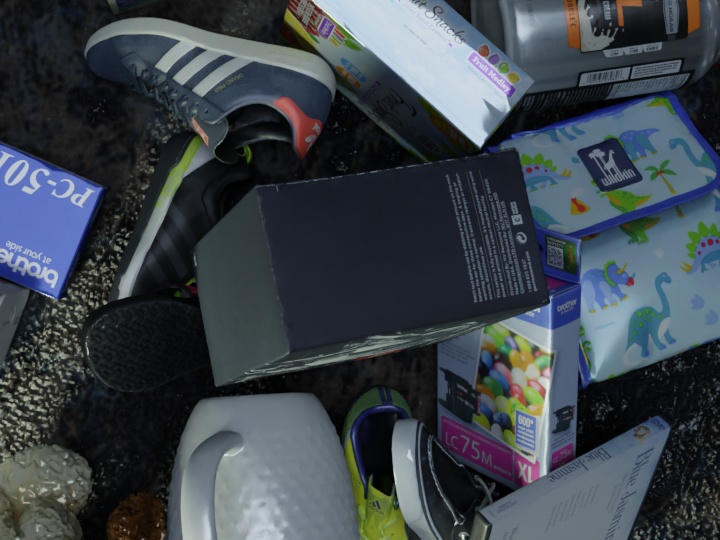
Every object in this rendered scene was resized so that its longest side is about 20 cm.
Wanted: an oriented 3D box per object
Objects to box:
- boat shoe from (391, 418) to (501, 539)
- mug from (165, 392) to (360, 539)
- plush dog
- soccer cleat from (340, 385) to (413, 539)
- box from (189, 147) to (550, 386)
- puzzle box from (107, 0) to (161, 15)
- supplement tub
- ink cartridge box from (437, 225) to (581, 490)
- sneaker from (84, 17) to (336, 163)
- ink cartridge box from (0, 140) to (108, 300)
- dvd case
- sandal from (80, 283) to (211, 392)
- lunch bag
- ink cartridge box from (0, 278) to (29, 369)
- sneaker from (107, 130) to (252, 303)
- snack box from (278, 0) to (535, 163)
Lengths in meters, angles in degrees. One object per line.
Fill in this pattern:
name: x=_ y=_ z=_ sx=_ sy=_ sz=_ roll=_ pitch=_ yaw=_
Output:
boat shoe: x=0.079 y=0.183 z=0.989 sx=0.067 sy=0.072 sz=0.202 roll=-10 pitch=128 yaw=19
mug: x=-0.080 y=0.180 z=0.953 sx=0.145 sy=0.200 sz=0.178 roll=-6 pitch=83 yaw=16
plush dog: x=-0.219 y=0.237 z=0.937 sx=0.169 sy=0.160 sz=0.203 roll=9 pitch=88 yaw=16
soccer cleat: x=0.011 y=0.191 z=1.018 sx=0.064 sy=0.084 sz=0.204 roll=1 pitch=91 yaw=-7
box: x=-0.002 y=0.003 z=0.881 sx=0.179 sy=0.200 sz=0.106 roll=-9 pitch=82 yaw=-20
puzzle box: x=-0.100 y=-0.242 z=0.975 sx=0.197 sy=0.133 sz=0.026 roll=-19 pitch=93 yaw=-6
supplement tub: x=0.192 y=-0.195 z=1.014 sx=0.197 sy=0.123 sz=0.125 roll=-10 pitch=92 yaw=-8
ink cartridge box: x=0.109 y=0.062 z=0.982 sx=0.042 sy=0.119 sz=0.203 roll=-16 pitch=116 yaw=-39
sneaker: x=-0.121 y=-0.129 z=0.981 sx=0.197 sy=0.075 sz=0.086 roll=10 pitch=71 yaw=12
ink cartridge box: x=-0.302 y=-0.060 z=0.999 sx=0.198 sy=0.044 sz=0.095 roll=23 pitch=90 yaw=-6
dvd case: x=0.149 y=0.197 z=0.984 sx=0.198 sy=0.018 sz=0.144 roll=-20 pitch=135 yaw=-34
sandal: x=-0.135 y=0.042 z=0.974 sx=0.045 sy=0.199 sz=0.076 roll=34 pitch=113 yaw=30
lunch bag: x=0.200 y=-0.026 z=1.021 sx=0.168 sy=0.127 sz=0.203 roll=-17 pitch=83 yaw=-11
ink cartridge box: x=-0.354 y=0.020 z=0.943 sx=0.197 sy=0.145 sz=0.085 roll=20 pitch=89 yaw=-6
sneaker: x=-0.134 y=-0.009 z=1.001 sx=0.082 sy=0.072 sz=0.203 roll=18 pitch=89 yaw=1
snack box: x=0.025 y=-0.156 z=0.957 sx=0.168 sy=0.200 sz=0.068 roll=41 pitch=87 yaw=-6
